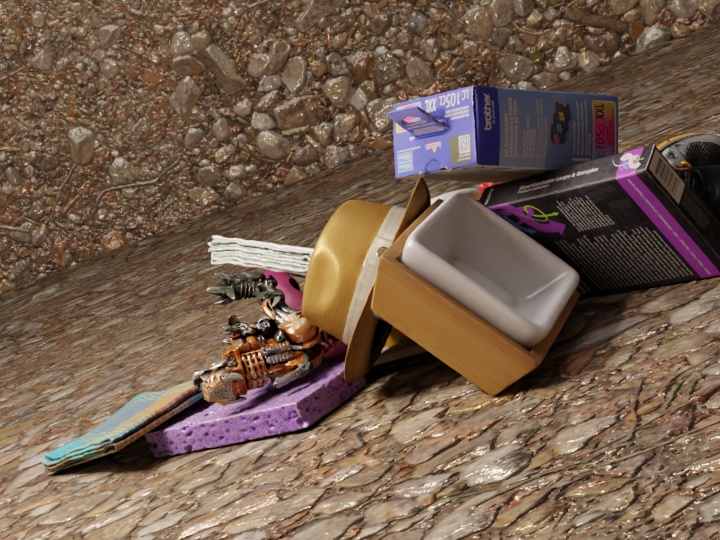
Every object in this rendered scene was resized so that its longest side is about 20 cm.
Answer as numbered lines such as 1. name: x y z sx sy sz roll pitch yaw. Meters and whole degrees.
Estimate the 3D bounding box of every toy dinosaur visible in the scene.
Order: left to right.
1. toy dinosaur: -0.076 0.069 1.642 0.199 0.103 0.136 -5 24 -38

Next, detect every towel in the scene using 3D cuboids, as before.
1. towel: -0.230 0.151 1.722 0.146 0.022 0.200 -33 5 -31
2. towel: -0.040 0.000 1.730 0.149 0.031 0.200 9 -3 37

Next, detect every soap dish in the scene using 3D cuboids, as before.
1. soap dish: 0.100 0.018 1.478 0.081 0.157 0.200 -57 -5 23

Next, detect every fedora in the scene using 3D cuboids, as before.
1. fedora: 0.000 0.000 1.568 0.081 0.202 0.201 19 19 9

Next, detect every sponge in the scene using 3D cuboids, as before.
1. sponge: -0.101 0.132 1.635 0.199 0.030 0.111 -15 11 37

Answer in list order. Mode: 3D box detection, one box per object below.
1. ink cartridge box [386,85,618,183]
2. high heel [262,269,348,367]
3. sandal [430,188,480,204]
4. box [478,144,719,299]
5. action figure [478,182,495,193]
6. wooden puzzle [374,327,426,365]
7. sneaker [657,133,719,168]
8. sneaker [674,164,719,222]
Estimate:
1. ink cartridge box: 0.121 -0.123 1.578 0.199 0.077 0.136 -2 -2 -33
2. high heel: -0.044 0.040 1.782 0.096 0.068 0.200 -25 36 2
3. sandal: 0.089 -0.043 1.729 0.082 0.050 0.203 -22 -7 2
4. box: 0.221 -0.039 1.549 0.199 0.143 0.036 -13 43 44
5. action figure: 0.138 -0.063 1.927 0.065 0.052 0.200 -25 -23 -44
6. wooden puzzle: 0.092 0.042 1.697 0.199 0.037 0.185 -20 10 11
7. sneaker: 0.298 -0.071 1.732 0.199 0.078 0.077 -33 9 -4
8. sneaker: 0.289 -0.066 1.625 0.199 0.070 0.090 -17 -31 -5
